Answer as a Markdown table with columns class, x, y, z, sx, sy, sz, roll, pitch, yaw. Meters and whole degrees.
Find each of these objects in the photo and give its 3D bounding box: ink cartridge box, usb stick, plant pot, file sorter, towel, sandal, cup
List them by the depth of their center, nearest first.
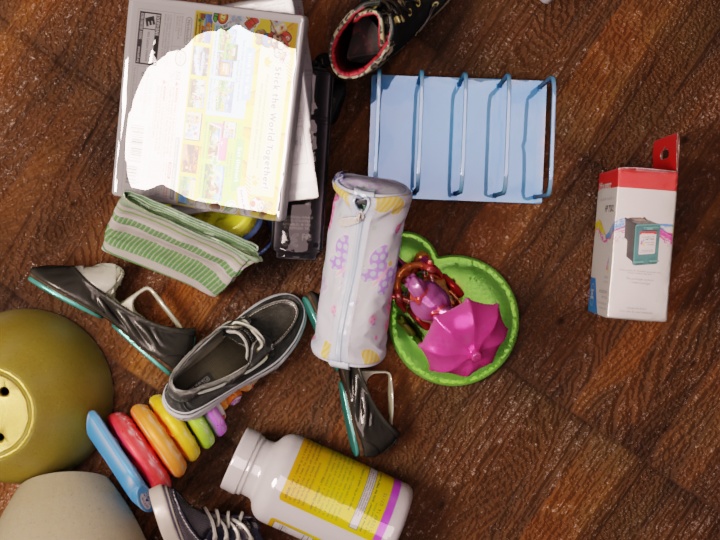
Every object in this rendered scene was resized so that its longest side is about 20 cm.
| class | x | y | z | sx | sy | sz | roll | pitch | yaw |
| --- | --- | --- | --- | --- | --- | --- | --- | --- | --- |
| ink cartridge box | -0.126 | -0.167 | 1.180 | 0.162 | 0.057 | 0.201 | -6 | 102 | 13 |
| usb stick | -0.060 | -0.111 | 1.196 | 0.055 | 0.033 | 0.201 | 4 | 88 | -2 |
| towel | -0.193 | -0.023 | 1.229 | 0.152 | 0.200 | 0.023 | 24 | 72 | -13 |
| sandal | -0.167 | -0.053 | 1.269 | 0.200 | 0.087 | 0.080 | 16 | 77 | 42 |
| cup | -0.320 | 0.303 | 1.271 | 0.199 | 0.200 | 0.144 | -10 | 63 | 1 |
| file sorter | 0.108 | -0.148 | 1.272 | 0.199 | 0.123 | 0.139 | 2 | 91 | 1 |
| plant pot | -0.384 | 0.147 | 1.275 | 0.199 | 0.142 | 0.201 | 0 | 92 | 0 |
| ink cartridge box | 0.298 | -0.048 | 1.276 | 0.067 | 0.116 | 0.201 | 4 | 91 | 1 |

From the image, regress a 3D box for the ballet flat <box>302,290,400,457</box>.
| class | x | y | z | sx | sy | sz | roll | pitch | yaw |
| --- | --- | --- | --- | --- | --- | --- | --- | --- | --- |
| ballet flat | -0.005 | 0.110 | 1.313 | 0.068 | 0.068 | 0.201 | -19 | 98 | -9 |

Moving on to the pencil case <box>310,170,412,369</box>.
| class | x | y | z | sx | sy | sz | roll | pitch | yaw |
| --- | --- | --- | --- | --- | --- | --- | --- | --- | --- |
| pencil case | 0.000 | 0.000 | 1.204 | 0.083 | 0.091 | 0.201 | 7 | 111 | -4 |

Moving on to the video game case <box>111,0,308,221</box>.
| class | x | y | z | sx | sy | sz | roll | pitch | yaw |
| --- | --- | --- | --- | --- | --- | --- | --- | --- | --- |
| video game case | -0.150 | -0.160 | 1.152 | 0.181 | 0.023 | 0.201 | 9 | 99 | 11 |

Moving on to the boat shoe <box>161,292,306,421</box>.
| class | x | y | z | sx | sy | sz | roll | pitch | yaw |
| --- | --- | --- | --- | --- | --- | --- | --- | --- | --- |
| boat shoe | -0.129 | 0.088 | 1.270 | 0.072 | 0.071 | 0.200 | 42 | 62 | 10 |

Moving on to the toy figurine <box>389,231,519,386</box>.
| class | x | y | z | sx | sy | sz | roll | pitch | yaw |
| --- | --- | --- | --- | --- | --- | --- | --- | --- | --- |
| toy figurine | 0.089 | 0.041 | 1.247 | 0.150 | 0.184 | 0.200 | -42 | 90 | 1 |

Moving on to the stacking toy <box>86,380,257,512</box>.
| class | x | y | z | sx | sy | sz | roll | pitch | yaw |
| --- | --- | --- | --- | --- | --- | --- | --- | --- | --- |
| stacking toy | -0.192 | 0.166 | 1.303 | 0.200 | 0.116 | 0.110 | -34 | 65 | -16 |

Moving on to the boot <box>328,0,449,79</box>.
| class | x | y | z | sx | sy | sz | roll | pitch | yaw |
| --- | --- | --- | --- | --- | --- | --- | --- | --- | --- |
| boot | 0.044 | -0.283 | 1.230 | 0.073 | 0.154 | 0.204 | 40 | 106 | -4 |

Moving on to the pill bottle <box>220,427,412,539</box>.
| class | x | y | z | sx | sy | sz | roll | pitch | yaw |
| --- | --- | --- | --- | --- | --- | --- | --- | --- | --- |
| pill bottle | -0.050 | 0.248 | 1.294 | 0.199 | 0.104 | 0.105 | 25 | 92 | -1 |

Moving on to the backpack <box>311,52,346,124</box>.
| class | x | y | z | sx | sy | sz | roll | pitch | yaw |
| --- | --- | --- | --- | --- | --- | --- | --- | --- | --- |
| backpack | -0.132 | -0.172 | 1.272 | 0.199 | 0.127 | 0.167 | 23 | 80 | 0 |

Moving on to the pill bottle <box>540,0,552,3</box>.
| class | x | y | z | sx | sy | sz | roll | pitch | yaw |
| --- | --- | --- | --- | --- | --- | --- | --- | --- | --- |
| pill bottle | 0.171 | -0.398 | 1.268 | 0.200 | 0.111 | 0.111 | 44 | 92 | -1 |

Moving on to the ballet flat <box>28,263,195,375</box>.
| class | x | y | z | sx | sy | sz | roll | pitch | yaw |
| --- | --- | --- | --- | --- | --- | --- | --- | --- | --- |
| ballet flat | -0.270 | 0.037 | 1.306 | 0.200 | 0.068 | 0.069 | 35 | 83 | -11 |

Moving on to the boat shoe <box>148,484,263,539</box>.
| class | x | y | z | sx | sy | sz | roll | pitch | yaw |
| --- | --- | --- | --- | --- | --- | --- | --- | --- | --- |
| boat shoe | -0.160 | 0.280 | 1.271 | 0.092 | 0.200 | 0.075 | -22 | 52 | -5 |
